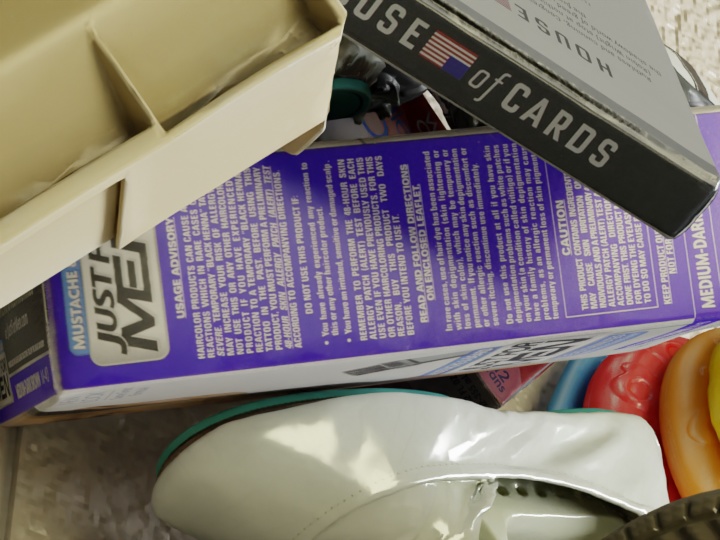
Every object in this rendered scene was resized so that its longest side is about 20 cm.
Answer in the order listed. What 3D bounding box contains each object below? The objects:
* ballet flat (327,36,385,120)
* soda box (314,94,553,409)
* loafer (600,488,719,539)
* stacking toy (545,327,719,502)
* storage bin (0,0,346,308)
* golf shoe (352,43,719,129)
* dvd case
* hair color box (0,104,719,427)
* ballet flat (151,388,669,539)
[{"bbox_3d":[-0.092,-0.055,0.762,0.199,0.072,0.072,-13,71,-11],"label":"ballet flat"},{"bbox_3d":[-0.020,-0.037,0.889,0.200,0.070,0.063,57,37,-1],"label":"soda box"},{"bbox_3d":[0.066,0.146,0.791,0.067,0.200,0.076,37,7,-46],"label":"loafer"},{"bbox_3d":[0.159,0.044,0.916,0.116,0.200,0.110,44,41,-13],"label":"stacking toy"},{"bbox_3d":[-0.137,-0.058,0.602,0.200,0.094,0.199,-33,71,-22],"label":"storage bin"},{"bbox_3d":[0.045,-0.081,0.874,0.200,0.078,0.095,26,45,-39],"label":"golf shoe"},{"bbox_3d":[0.015,-0.098,0.748,0.150,0.025,0.200,30,23,-20],"label":"dvd case"},{"bbox_3d":[0.000,0.000,0.784,0.199,0.109,0.065,-5,84,-15],"label":"hair color box"},{"bbox_3d":[0.029,0.073,0.820,0.199,0.069,0.070,5,61,-46],"label":"ballet flat"}]
